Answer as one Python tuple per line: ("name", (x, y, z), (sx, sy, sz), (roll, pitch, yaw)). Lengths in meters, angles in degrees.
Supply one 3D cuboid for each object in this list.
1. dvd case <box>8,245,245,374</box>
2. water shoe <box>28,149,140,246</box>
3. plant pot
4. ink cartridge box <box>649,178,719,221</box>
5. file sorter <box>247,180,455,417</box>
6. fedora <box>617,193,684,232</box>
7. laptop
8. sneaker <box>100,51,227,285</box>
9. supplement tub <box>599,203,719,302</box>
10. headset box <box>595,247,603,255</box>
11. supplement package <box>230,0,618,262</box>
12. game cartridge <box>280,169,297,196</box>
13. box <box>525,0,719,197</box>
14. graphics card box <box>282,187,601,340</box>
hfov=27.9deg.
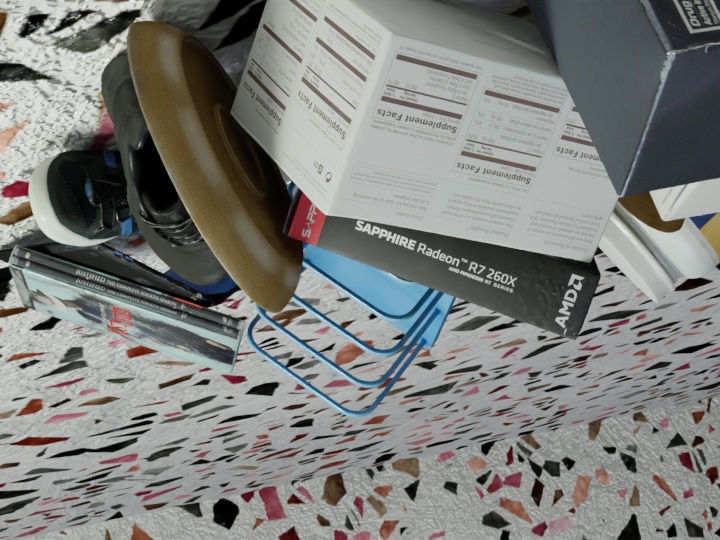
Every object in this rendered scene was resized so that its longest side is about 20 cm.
("dvd case", (-0.197, 0.037, 1.239), (0.198, 0.022, 0.146), (20, 163, -3))
("water shoe", (-0.165, -0.066, 1.099), (0.078, 0.072, 0.199), (-20, 175, 31))
("plant pot", (-0.084, -0.070, 0.912), (0.027, 0.202, 0.200), (-26, 163, 9))
("ink cartridge box", (0.227, -0.145, 0.926), (0.144, 0.202, 0.085), (-9, 155, -21))
("file sorter", (0.000, 0.000, 1.154), (0.123, 0.138, 0.201), (-48, 167, -36))
("fedora", (0.168, -0.106, 1.056), (0.081, 0.203, 0.200), (-21, 164, 32))
("laptop", (-0.179, -0.022, 1.254), (0.199, 0.105, 0.176), (29, 159, -34))
("sneaker", (-0.131, -0.052, 1.002), (0.075, 0.091, 0.201), (-17, 136, 1))
("supplement tub", (0.273, -0.086, 1.187), (0.200, 0.145, 0.144), (-44, 162, 4))
("headset box", (0.278, -0.098, 1.375), (0.198, 0.094, 0.174), (-20, 165, 15))
("supplement package", (0.048, -0.099, 0.889), (0.198, 0.156, 0.112), (10, 112, -33))
("game cartridge", (0.024, -0.098, 1.241), (0.198, 0.039, 0.129), (-19, 168, 14))
("box", (0.205, -0.166, 0.803), (0.196, 0.202, 0.124), (-10, 147, -13))
("graphics card box", (0.054, -0.024, 0.953), (0.198, 0.051, 0.126), (21, -166, -1))
